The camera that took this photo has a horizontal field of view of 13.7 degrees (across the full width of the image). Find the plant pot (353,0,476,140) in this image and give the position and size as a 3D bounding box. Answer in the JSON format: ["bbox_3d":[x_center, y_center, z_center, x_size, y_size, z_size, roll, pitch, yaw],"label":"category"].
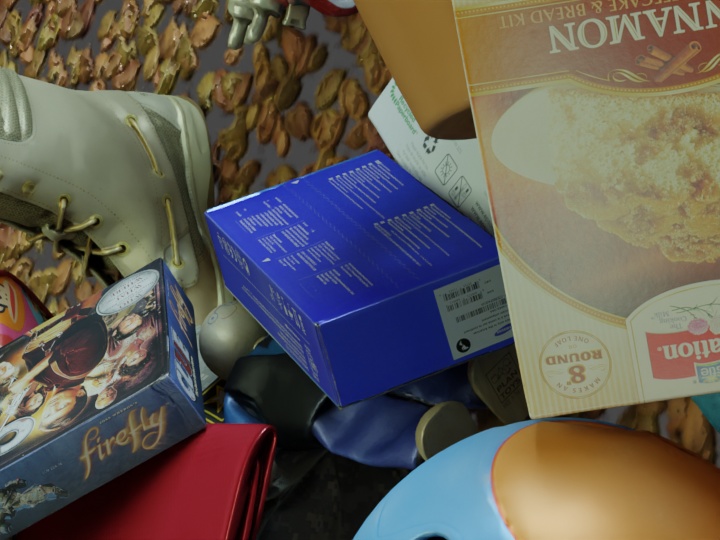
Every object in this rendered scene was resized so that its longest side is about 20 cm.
[{"bbox_3d":[0.075,-0.140,1.247,0.200,0.200,0.140,-21,82,49],"label":"plant pot"}]

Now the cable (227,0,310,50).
[{"bbox_3d":[-0.031,-0.212,1.564,0.097,0.050,0.201,-153,73,-81],"label":"cable"}]

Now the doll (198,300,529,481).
[{"bbox_3d":[-0.005,0.046,1.384,0.200,0.049,0.137,11,54,50],"label":"doll"}]

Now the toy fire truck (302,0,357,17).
[{"bbox_3d":[-0.046,-0.240,1.475,0.168,0.200,0.112,-60,19,-3],"label":"toy fire truck"}]

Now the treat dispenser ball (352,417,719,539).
[{"bbox_3d":[0.083,0.159,1.189,0.201,0.201,0.201,-20,65,50],"label":"treat dispenser ball"}]

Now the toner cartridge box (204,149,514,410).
[{"bbox_3d":[0.000,0.000,1.363,0.200,0.095,0.043,-137,30,-67],"label":"toner cartridge box"}]

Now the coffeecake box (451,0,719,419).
[{"bbox_3d":[0.123,-0.057,1.136,0.073,0.153,0.201,-75,-25,-70],"label":"coffeecake box"}]

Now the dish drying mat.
[{"bbox_3d":[-0.105,0.111,1.417,0.200,0.018,0.077,-7,67,55],"label":"dish drying mat"}]

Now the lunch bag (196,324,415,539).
[{"bbox_3d":[-0.061,0.127,1.469,0.164,0.117,0.200,21,91,52],"label":"lunch bag"}]

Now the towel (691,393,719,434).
[{"bbox_3d":[0.201,0.030,1.220,0.147,0.022,0.200,-60,41,23],"label":"towel"}]

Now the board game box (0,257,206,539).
[{"bbox_3d":[-0.170,0.081,1.440,0.200,0.035,0.136,-30,24,7],"label":"board game box"}]

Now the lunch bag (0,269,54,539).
[{"bbox_3d":[-0.182,0.118,1.596,0.082,0.176,0.200,-18,51,18],"label":"lunch bag"}]

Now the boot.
[{"bbox_3d":[-0.149,-0.016,1.590,0.073,0.155,0.201,-32,56,45],"label":"boot"}]

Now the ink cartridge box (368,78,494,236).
[{"bbox_3d":[0.103,-0.082,1.367,0.200,0.041,0.200,-55,43,27],"label":"ink cartridge box"}]
